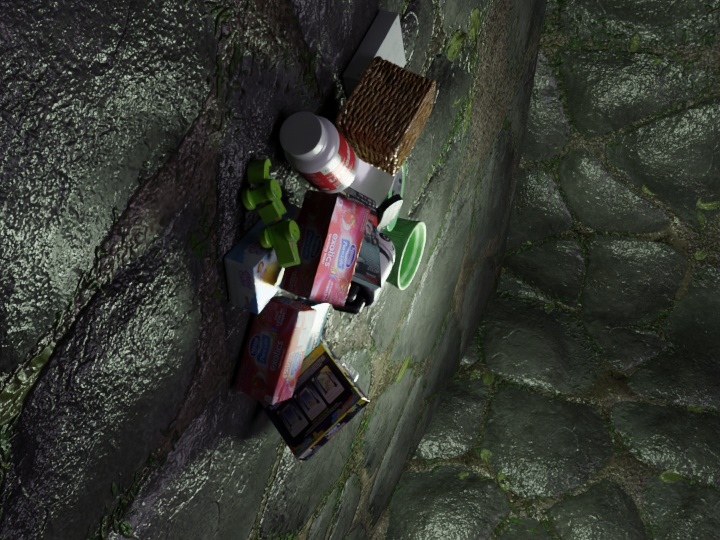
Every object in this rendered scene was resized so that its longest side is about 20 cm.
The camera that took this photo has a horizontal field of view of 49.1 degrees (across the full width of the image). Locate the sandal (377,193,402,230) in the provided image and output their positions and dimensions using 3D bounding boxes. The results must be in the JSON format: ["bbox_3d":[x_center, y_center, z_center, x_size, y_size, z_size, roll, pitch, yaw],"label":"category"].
[{"bbox_3d":[0.050,-0.136,1.871,0.075,0.048,0.201,-28,167,-26],"label":"sandal"}]

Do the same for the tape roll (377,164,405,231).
[{"bbox_3d":[0.070,-0.203,1.999,0.200,0.048,0.203,11,90,-78],"label":"tape roll"}]

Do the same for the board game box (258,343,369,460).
[{"bbox_3d":[-0.104,0.291,1.744,0.200,0.166,0.057,-43,151,6],"label":"board game box"}]

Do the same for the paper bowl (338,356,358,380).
[{"bbox_3d":[-0.105,0.287,1.880,0.201,0.104,0.201,-47,179,-1],"label":"paper bowl"}]

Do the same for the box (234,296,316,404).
[{"bbox_3d":[-0.174,0.162,1.625,0.100,0.095,0.202,0,108,-70],"label":"box"}]

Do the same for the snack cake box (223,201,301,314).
[{"bbox_3d":[-0.177,-0.029,1.509,0.200,0.067,0.116,-54,156,-43],"label":"snack cake box"}]

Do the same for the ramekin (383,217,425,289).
[{"bbox_3d":[0.104,-0.055,2.229,0.201,0.097,0.200,90,26,-43],"label":"ramekin"}]

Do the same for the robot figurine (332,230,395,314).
[{"bbox_3d":[0.001,-0.001,1.742,0.201,0.124,0.150,-61,-178,-31],"label":"robot figurine"}]

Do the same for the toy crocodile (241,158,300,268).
[{"bbox_3d":[-0.156,-0.102,1.417,0.202,0.067,0.062,68,24,-10],"label":"toy crocodile"}]

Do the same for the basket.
[{"bbox_3d":[0.051,-0.320,1.659,0.201,0.148,0.143,-62,170,-21],"label":"basket"}]

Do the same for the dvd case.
[{"bbox_3d":[-0.008,-0.073,1.641,0.146,0.022,0.202,22,57,-52],"label":"dvd case"}]

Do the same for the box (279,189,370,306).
[{"bbox_3d":[-0.067,-0.043,1.510,0.099,0.095,0.202,15,92,-46],"label":"box"}]

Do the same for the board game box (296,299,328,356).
[{"bbox_3d":[-0.144,0.146,1.795,0.200,0.047,0.153,-13,120,-68],"label":"board game box"}]

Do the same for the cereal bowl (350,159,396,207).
[{"bbox_3d":[-0.005,-0.234,1.742,0.199,0.083,0.202,-26,124,-46],"label":"cereal bowl"}]

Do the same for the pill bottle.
[{"bbox_3d":[-0.082,-0.229,1.519,0.113,0.111,0.200,-69,161,-5],"label":"pill bottle"}]

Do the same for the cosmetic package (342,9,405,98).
[{"bbox_3d":[0.034,-0.445,1.738,0.151,0.051,0.201,76,37,-60],"label":"cosmetic package"}]

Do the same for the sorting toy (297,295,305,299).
[{"bbox_3d":[-0.082,-0.039,1.644,0.185,0.036,0.202,13,91,-82],"label":"sorting toy"}]
